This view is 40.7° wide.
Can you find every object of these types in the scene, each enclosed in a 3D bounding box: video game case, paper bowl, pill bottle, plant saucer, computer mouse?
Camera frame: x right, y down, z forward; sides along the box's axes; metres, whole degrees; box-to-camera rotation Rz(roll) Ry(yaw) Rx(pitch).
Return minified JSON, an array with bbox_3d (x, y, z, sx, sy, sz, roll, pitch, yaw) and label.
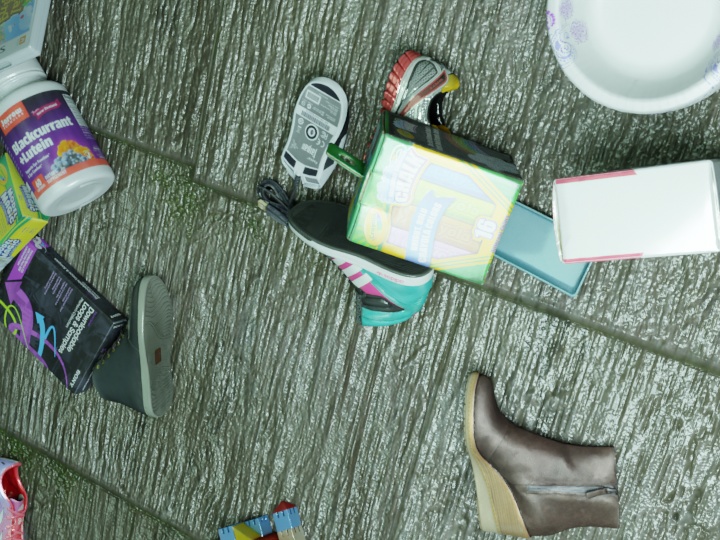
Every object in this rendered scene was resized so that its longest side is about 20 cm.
[{"bbox_3d":[-0.485,-0.347,1.305,0.181,0.022,0.201,-14,60,27],"label":"video game case"},{"bbox_3d":[0.292,-0.258,0.958,0.199,0.104,0.202,5,103,24],"label":"paper bowl"},{"bbox_3d":[-0.428,-0.185,1.315,0.111,0.111,0.201,-33,85,27],"label":"pill bottle"},{"bbox_3d":[0.171,-0.046,1.106,0.199,0.019,0.070,29,111,17],"label":"plant saucer"},{"bbox_3d":[-0.057,-0.140,1.186,0.109,0.044,0.201,35,118,21],"label":"computer mouse"}]

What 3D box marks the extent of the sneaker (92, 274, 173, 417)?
[{"bbox_3d":[-0.321,0.101,1.338,0.105,0.075,0.202,8,104,22],"label":"sneaker"}]

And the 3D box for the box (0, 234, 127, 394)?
[{"bbox_3d":[-0.444,0.063,1.414,0.200,0.036,0.143,39,114,13],"label":"box"}]

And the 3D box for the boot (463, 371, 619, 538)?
[{"bbox_3d":[0.209,0.208,1.122,0.165,0.072,0.202,-8,95,15],"label":"boot"}]

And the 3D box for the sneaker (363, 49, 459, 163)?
[{"bbox_3d":[0.055,-0.144,1.110,0.082,0.078,0.201,22,111,15],"label":"sneaker"}]

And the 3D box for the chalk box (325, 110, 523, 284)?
[{"bbox_3d":[0.055,-0.086,1.037,0.199,0.125,0.125,18,109,-4],"label":"chalk box"}]

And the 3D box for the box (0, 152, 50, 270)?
[{"bbox_3d":[-0.519,-0.077,1.397,0.200,0.048,0.118,-38,62,25],"label":"box"}]

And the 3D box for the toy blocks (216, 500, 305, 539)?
[{"bbox_3d":[-0.143,0.397,1.311,0.199,0.100,0.138,-23,78,27],"label":"toy blocks"}]

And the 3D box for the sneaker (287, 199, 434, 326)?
[{"bbox_3d":[0.000,0.000,1.151,0.199,0.084,0.121,28,140,27],"label":"sneaker"}]

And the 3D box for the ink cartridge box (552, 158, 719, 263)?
[{"bbox_3d":[0.284,-0.060,0.947,0.145,0.200,0.083,-6,94,26],"label":"ink cartridge box"}]

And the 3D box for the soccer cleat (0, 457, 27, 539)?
[{"bbox_3d":[-0.550,0.390,1.514,0.076,0.067,0.202,-8,94,22],"label":"soccer cleat"}]
